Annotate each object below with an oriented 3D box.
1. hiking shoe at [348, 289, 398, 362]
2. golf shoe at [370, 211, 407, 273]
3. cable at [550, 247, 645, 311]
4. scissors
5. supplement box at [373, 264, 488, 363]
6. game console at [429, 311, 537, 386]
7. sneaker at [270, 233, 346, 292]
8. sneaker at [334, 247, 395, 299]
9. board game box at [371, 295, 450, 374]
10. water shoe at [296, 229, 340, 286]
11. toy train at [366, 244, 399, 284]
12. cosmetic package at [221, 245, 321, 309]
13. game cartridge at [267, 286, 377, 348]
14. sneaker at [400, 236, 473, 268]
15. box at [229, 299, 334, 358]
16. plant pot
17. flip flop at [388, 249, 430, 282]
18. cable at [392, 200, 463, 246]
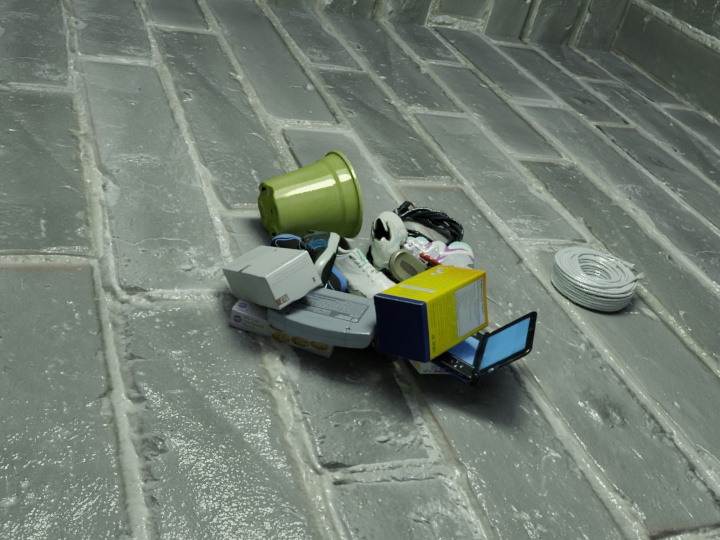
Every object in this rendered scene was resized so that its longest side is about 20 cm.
[{"bbox_3d":[-0.003,0.117,1.580,0.100,0.076,0.200,-17,36,-23],"label":"hiking shoe"},{"bbox_3d":[0.057,-0.084,1.793,0.078,0.098,0.200,-10,36,8],"label":"golf shoe"},{"bbox_3d":[0.544,0.018,1.970,0.199,0.070,0.200,30,35,23],"label":"cable"},{"bbox_3d":[0.209,0.018,1.754,0.199,0.014,0.073,32,-2,-1],"label":"scissors"},{"bbox_3d":[0.129,0.072,1.497,0.109,0.109,0.200,10,22,40],"label":"supplement box"},{"bbox_3d":[0.219,0.114,1.548,0.170,0.119,0.200,29,22,4],"label":"game console"},{"bbox_3d":[-0.121,-0.009,1.712,0.200,0.070,0.078,34,28,25],"label":"sneaker"},{"bbox_3d":[0.000,0.000,1.719,0.199,0.089,0.075,25,32,26],"label":"sneaker"},{"bbox_3d":[0.117,0.123,1.616,0.134,0.034,0.200,6,30,-39],"label":"board game box"},{"bbox_3d":[-0.090,-0.025,1.639,0.078,0.072,0.200,14,19,1],"label":"water shoe"},{"bbox_3d":[0.061,0.003,1.796,0.034,0.046,0.200,-1,35,-25],"label":"toy train"},{"bbox_3d":[-0.168,0.010,1.555,0.101,0.074,0.200,-33,19,-26],"label":"cosmetic package"},{"bbox_3d":[-0.060,0.082,1.521,0.199,0.041,0.133,13,26,17],"label":"game cartridge"},{"bbox_3d":[0.156,-0.002,1.822,0.199,0.078,0.140,-1,43,-4],"label":"sneaker"},{"bbox_3d":[-0.141,0.107,1.548,0.199,0.042,0.039,19,31,3],"label":"box"},{"bbox_3d":[-0.120,-0.149,1.845,0.183,0.201,0.201,-14,41,-23],"label":"plant pot"},{"bbox_3d":[0.146,0.023,1.723,0.200,0.057,0.081,36,68,-20],"label":"flip flop"},{"bbox_3d":[0.152,-0.102,2.001,0.200,0.051,0.163,34,36,27],"label":"cable"}]
